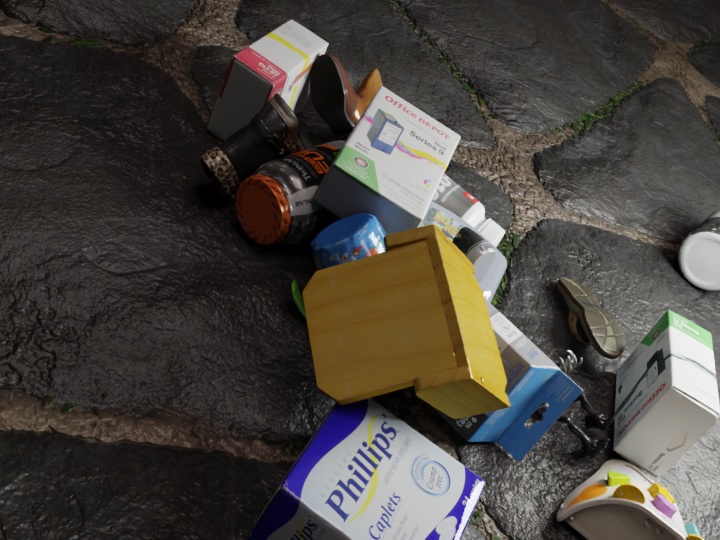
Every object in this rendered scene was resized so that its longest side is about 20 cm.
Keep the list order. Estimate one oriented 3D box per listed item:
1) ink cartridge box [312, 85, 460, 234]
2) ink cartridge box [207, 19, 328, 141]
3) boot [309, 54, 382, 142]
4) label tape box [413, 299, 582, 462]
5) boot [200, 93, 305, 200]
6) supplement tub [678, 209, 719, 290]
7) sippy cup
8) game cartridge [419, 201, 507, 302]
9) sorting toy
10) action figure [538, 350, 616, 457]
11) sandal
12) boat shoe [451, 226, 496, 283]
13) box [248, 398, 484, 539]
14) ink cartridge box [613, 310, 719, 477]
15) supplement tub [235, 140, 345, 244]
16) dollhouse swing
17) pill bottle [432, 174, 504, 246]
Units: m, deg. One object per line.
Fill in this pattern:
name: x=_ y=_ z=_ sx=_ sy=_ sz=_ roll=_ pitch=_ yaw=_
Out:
ink cartridge box: x=0.041 y=-0.147 z=1.285 sx=0.144 sy=0.088 sz=0.201 roll=32 pitch=46 yaw=-4
ink cartridge box: x=-0.146 y=-0.299 z=1.460 sx=0.083 sy=0.146 sz=0.200 roll=32 pitch=40 yaw=5
boot: x=-0.002 y=-0.306 z=1.553 sx=0.200 sy=0.068 sz=0.190 roll=-52 pitch=125 yaw=-49
label tape box: x=0.169 y=0.145 z=1.194 sx=0.200 sy=0.145 sz=0.063 roll=43 pitch=25 yaw=15
boot: x=-0.157 y=-0.168 z=1.350 sx=0.150 sy=0.200 sz=0.073 roll=-39 pitch=80 yaw=-10
supplement tub: x=0.707 y=-0.049 z=1.759 sx=0.123 sy=0.123 sz=0.199 roll=45 pitch=41 yaw=17
sippy cup: x=0.000 y=0.000 z=1.209 sx=0.177 sy=0.139 sz=0.132 roll=-34 pitch=111 yaw=-22
game cartridge: x=0.117 y=-0.028 z=1.322 sx=0.199 sy=0.041 sz=0.134 roll=34 pitch=47 yaw=-2
sorting toy: x=0.379 y=0.324 z=1.209 sx=0.199 sy=0.108 sz=0.180 roll=38 pitch=21 yaw=8
action figure: x=0.269 y=0.167 z=1.278 sx=0.199 sy=0.102 sz=0.119 roll=36 pitch=51 yaw=4
sandal: x=0.364 y=0.083 z=1.467 sx=0.081 sy=0.055 sz=0.201 roll=16 pitch=27 yaw=-26
boat shoe: x=0.113 y=0.029 z=1.244 sx=0.068 sy=0.201 sz=0.057 roll=1 pitch=41 yaw=-51
box: x=0.012 y=0.266 z=1.009 sx=0.199 sy=0.106 sz=0.184 roll=34 pitch=39 yaw=5
ink cartridge box: x=0.445 y=0.178 z=1.326 sx=0.082 sy=0.148 sz=0.201 roll=29 pitch=33 yaw=-1
supplement tub: x=-0.081 y=-0.112 z=1.328 sx=0.123 sy=0.123 sz=0.199 roll=45 pitch=41 yaw=17
dollhouse swing: x=0.054 y=0.081 z=1.090 sx=0.181 sy=0.174 sz=0.203 roll=38 pitch=33 yaw=-53
pill bottle: x=0.125 y=-0.087 z=1.438 sx=0.199 sy=0.115 sz=0.114 roll=39 pitch=40 yaw=10
